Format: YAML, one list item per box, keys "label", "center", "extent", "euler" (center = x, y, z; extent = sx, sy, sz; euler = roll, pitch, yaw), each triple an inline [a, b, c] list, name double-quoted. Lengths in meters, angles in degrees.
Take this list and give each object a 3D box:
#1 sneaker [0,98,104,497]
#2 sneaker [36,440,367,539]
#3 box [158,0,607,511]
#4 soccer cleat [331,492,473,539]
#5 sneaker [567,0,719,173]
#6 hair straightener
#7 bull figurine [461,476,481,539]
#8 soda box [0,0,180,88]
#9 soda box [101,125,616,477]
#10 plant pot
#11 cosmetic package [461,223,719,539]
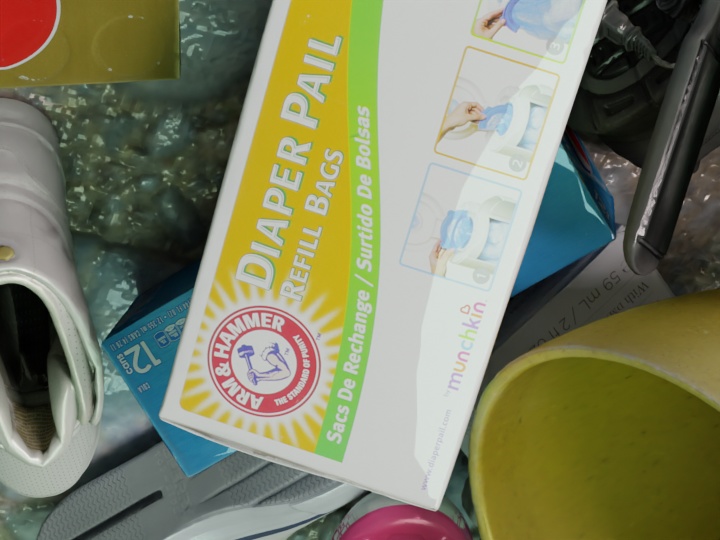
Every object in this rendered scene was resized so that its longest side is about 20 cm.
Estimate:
- label: "sneaker"
  center: [-0.136, 0.047, 0.739]
  extent: [0.073, 0.116, 0.201]
  euler: [-8, 133, -7]
- label: "sneaker"
  center: [-0.050, 0.096, 0.843]
  extent: [0.199, 0.074, 0.071]
  euler: [-25, 150, 15]
- label: "box"
  center: [0.012, -0.038, 0.643]
  extent: [0.100, 0.113, 0.202]
  euler: [18, 108, 2]
- label: "soccer cleat"
  center: [0.019, 0.142, 0.871]
  extent: [0.069, 0.087, 0.201]
  euler: [-2, 140, 3]
- label: "sneaker"
  center: [0.168, -0.107, 0.710]
  extent: [0.199, 0.076, 0.091]
  euler: [-32, 143, 18]
- label: "hair straightener"
  center: [0.115, -0.096, 0.653]
  extent: [0.076, 0.202, 0.041]
  euler: [8, 178, 25]
- label: "bull figurine"
  center: [0.124, 0.150, 0.906]
  extent: [0.120, 0.066, 0.201]
  euler: [10, 149, 29]
- label: "soda box"
  center: [-0.161, -0.104, 0.636]
  extent: [0.198, 0.064, 0.068]
  euler: [-3, 132, -9]
- label: "soda box"
  center: [0.000, 0.000, 0.747]
  extent: [0.199, 0.064, 0.068]
  euler: [-30, 100, 15]
- label: "plant pot"
  center: [0.158, 0.084, 0.681]
  extent: [0.141, 0.200, 0.201]
  euler: [-31, 141, -32]
- label: "cosmetic package"
  center: [0.118, 0.087, 0.790]
  extent: [0.102, 0.074, 0.200]
  euler: [-42, 105, -11]
